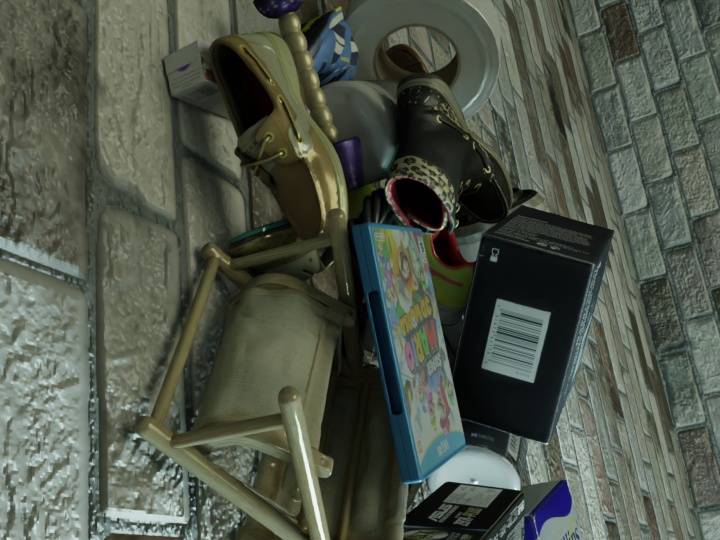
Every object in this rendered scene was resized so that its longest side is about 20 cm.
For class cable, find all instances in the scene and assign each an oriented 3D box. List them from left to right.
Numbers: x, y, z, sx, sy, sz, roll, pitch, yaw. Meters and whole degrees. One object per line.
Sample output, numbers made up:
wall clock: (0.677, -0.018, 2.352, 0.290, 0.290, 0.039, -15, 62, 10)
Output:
cable: (0.000, 0.000, 0.895, 0.163, 0.051, 0.200, 81, 21, -58)

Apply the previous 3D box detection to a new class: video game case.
video game case: (0.044, 0.062, 0.755, 0.143, 0.018, 0.200, -1, 79, -70)

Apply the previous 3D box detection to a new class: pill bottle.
pill bottle: (0.017, -0.159, 1.029, 0.200, 0.113, 0.113, -29, 100, -65)
pill bottle: (0.147, 0.190, 1.080, 0.106, 0.106, 0.200, 64, 25, -19)

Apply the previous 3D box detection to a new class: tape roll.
tape roll: (0.072, -0.268, 1.116, 0.203, 0.202, 0.071, 55, 28, -33)

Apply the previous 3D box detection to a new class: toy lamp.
toy lamp: (-0.045, -0.170, 0.876, 0.058, 0.058, 0.200, -37, 110, -65)

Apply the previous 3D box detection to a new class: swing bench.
swing bench: (-0.046, 0.099, 0.709, 0.199, 0.130, 0.200, -79, 149, -48)

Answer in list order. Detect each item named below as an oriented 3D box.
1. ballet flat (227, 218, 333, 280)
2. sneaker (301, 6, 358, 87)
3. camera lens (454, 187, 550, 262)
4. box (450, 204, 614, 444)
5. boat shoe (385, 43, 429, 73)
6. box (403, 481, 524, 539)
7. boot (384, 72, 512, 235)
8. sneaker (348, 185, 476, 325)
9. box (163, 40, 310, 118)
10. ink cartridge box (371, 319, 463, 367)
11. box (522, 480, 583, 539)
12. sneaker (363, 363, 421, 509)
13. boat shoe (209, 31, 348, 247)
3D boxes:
ballet flat: (-0.055, -0.024, 0.840, 0.071, 0.071, 0.200, 69, 22, -7)
sneaker: (-0.045, -0.226, 0.995, 0.082, 0.074, 0.200, 65, 26, -21)
camera lens: (0.206, -0.004, 1.271, 0.200, 0.160, 0.160, 68, 24, -9)
box: (0.186, 0.049, 0.983, 0.200, 0.117, 0.197, -32, 135, -66)
boat shoe: (0.076, -0.210, 1.260, 0.075, 0.075, 0.203, -57, 133, -77)
box: (0.088, 0.304, 0.846, 0.200, 0.086, 0.164, -10, 100, -66)
boot: (0.090, -0.082, 0.931, 0.204, 0.073, 0.154, 50, 37, -36)
sneaker: (0.061, -0.039, 1.001, 0.200, 0.090, 0.078, 46, 35, 17)
box: (-0.106, -0.164, 0.858, 0.200, 0.041, 0.039, 8, 67, -63)
ink cartridge box: (0.067, 0.108, 1.010, 0.116, 0.068, 0.200, 63, 26, -20)
box: (0.205, 0.372, 1.081, 0.184, 0.105, 0.200, -2, 75, -66)
sneaker: (0.009, 0.166, 0.850, 0.114, 0.076, 0.199, 45, 46, -5)
boat shoe: (-0.074, -0.108, 0.757, 0.066, 0.074, 0.200, -8, 68, -44)
